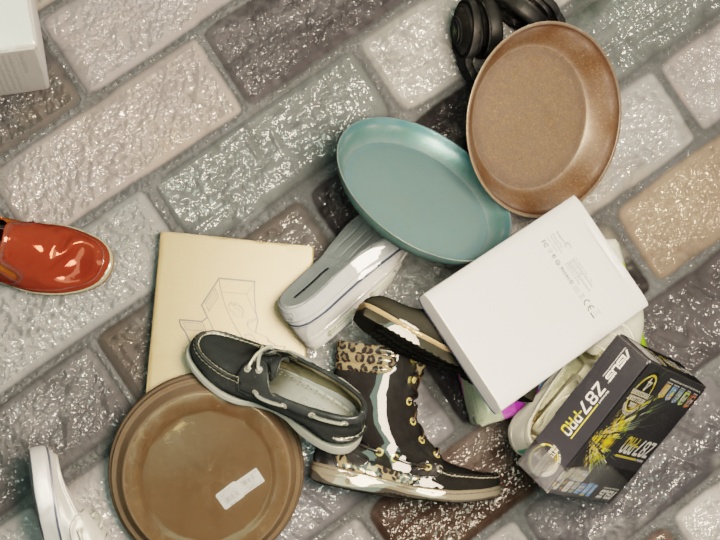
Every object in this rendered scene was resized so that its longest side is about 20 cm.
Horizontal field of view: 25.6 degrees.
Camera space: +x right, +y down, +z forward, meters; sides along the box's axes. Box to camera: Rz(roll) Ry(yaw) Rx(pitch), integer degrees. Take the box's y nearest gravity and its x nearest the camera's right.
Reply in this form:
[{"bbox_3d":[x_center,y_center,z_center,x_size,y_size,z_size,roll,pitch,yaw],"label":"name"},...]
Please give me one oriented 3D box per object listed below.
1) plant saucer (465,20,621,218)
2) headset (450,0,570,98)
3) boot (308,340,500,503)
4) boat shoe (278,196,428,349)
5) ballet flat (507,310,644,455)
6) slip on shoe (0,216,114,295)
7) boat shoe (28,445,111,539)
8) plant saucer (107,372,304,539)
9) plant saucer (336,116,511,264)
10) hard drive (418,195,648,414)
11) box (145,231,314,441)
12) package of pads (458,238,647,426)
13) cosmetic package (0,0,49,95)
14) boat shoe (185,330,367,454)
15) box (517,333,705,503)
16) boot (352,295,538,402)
[{"bbox_3d":[0.183,-0.157,1.643,0.198,0.037,0.203,-7,104,-30],"label":"plant saucer"},{"bbox_3d":[0.143,-0.268,1.674,0.123,0.094,0.202,-27,105,-14],"label":"headset"},{"bbox_3d":[0.052,0.155,1.615,0.197,0.073,0.153,7,84,-2],"label":"boot"},{"bbox_3d":[0.000,0.000,1.627,0.199,0.073,0.067,-38,124,-17],"label":"boat shoe"},{"bbox_3d":[0.224,0.107,1.579,0.069,0.069,0.200,40,83,-3],"label":"ballet flat"},{"bbox_3d":[-0.344,-0.021,1.576,0.198,0.061,0.075,13,82,-8],"label":"slip on shoe"},{"bbox_3d":[-0.279,0.265,1.562,0.065,0.074,0.202,-15,98,-14],"label":"boat shoe"},{"bbox_3d":[-0.153,0.203,1.585,0.197,0.029,0.203,-1,94,-9],"label":"plant saucer"},{"bbox_3d":[0.061,-0.076,1.602,0.198,0.028,0.201,19,40,-17],"label":"plant saucer"},{"bbox_3d":[0.170,0.031,1.540,0.199,0.025,0.133,-32,85,-24],"label":"hard drive"},{"bbox_3d":[-0.133,0.067,1.618,0.161,0.021,0.203,5,84,-7],"label":"box"},{"bbox_3d":[0.190,0.060,1.643,0.198,0.068,0.156,-15,89,-10],"label":"package of pads"},{"bbox_3d":[-0.408,-0.235,1.513,0.197,0.199,0.125,-8,87,-9],"label":"cosmetic package"},{"bbox_3d":[-0.080,0.105,1.557,0.198,0.061,0.076,25,51,6],"label":"boat shoe"},{"bbox_3d":[0.250,0.150,1.563,0.049,0.200,0.162,44,100,27],"label":"box"},{"bbox_3d":[0.102,0.030,1.567,0.198,0.077,0.140,24,78,-18],"label":"boot"}]
